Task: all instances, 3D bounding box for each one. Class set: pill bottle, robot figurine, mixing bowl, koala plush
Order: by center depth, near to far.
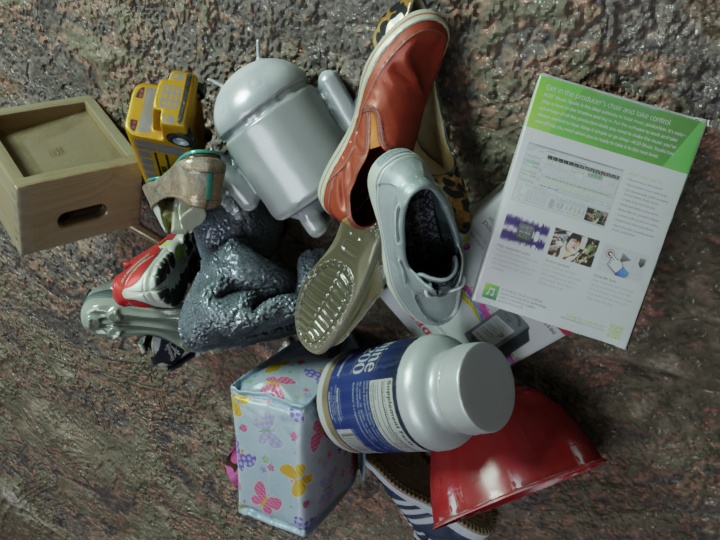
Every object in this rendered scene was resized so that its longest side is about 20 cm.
[{"bbox_3d":[0.054,0.125,0.805,0.198,0.111,0.112,-16,109,48],"label":"pill bottle"},{"bbox_3d":[-0.078,-0.135,0.840,0.168,0.113,0.202,-33,99,5],"label":"robot figurine"},{"bbox_3d":[0.152,0.192,0.865,0.200,0.198,0.110,-41,61,43],"label":"mixing bowl"},{"bbox_3d":[-0.141,-0.022,0.935,0.177,0.181,0.204,-38,66,64],"label":"koala plush"}]

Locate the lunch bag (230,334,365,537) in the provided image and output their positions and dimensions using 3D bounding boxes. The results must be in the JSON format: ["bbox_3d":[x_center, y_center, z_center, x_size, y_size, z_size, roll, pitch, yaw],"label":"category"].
[{"bbox_3d":[-0.054,0.181,0.954,0.125,0.199,0.173,9,109,24],"label":"lunch bag"}]

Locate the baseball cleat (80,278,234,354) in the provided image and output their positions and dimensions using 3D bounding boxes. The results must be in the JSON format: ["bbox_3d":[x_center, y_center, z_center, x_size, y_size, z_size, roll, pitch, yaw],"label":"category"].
[{"bbox_3d":[-0.247,0.047,1.010,0.196,0.107,0.071,11,122,-16],"label":"baseball cleat"}]

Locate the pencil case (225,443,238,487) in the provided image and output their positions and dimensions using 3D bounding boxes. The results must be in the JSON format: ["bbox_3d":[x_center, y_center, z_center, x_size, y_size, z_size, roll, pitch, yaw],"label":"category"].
[{"bbox_3d":[-0.120,0.265,1.127,0.091,0.094,0.199,48,143,-8],"label":"pencil case"}]

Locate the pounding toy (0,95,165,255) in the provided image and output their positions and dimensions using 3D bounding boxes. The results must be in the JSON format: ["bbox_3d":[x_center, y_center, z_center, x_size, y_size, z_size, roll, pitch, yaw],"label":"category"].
[{"bbox_3d":[-0.357,-0.106,1.014,0.184,0.198,0.144,46,138,30],"label":"pounding toy"}]

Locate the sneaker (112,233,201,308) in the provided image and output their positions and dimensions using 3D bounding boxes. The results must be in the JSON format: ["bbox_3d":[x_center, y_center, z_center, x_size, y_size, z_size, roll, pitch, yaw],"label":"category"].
[{"bbox_3d":[-0.247,-0.009,0.987,0.083,0.200,0.078,-8,105,10],"label":"sneaker"}]

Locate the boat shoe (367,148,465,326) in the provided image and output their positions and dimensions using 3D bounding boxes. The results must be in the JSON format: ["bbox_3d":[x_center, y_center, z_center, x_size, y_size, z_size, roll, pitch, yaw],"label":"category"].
[{"bbox_3d":[0.057,-0.010,0.704,0.072,0.069,0.203,57,171,47],"label":"boat shoe"}]

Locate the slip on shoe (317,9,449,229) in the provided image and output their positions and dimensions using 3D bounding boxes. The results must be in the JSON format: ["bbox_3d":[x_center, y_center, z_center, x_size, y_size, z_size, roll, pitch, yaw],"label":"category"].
[{"bbox_3d":[0.026,-0.124,0.691,0.061,0.073,0.202,48,121,40],"label":"slip on shoe"}]

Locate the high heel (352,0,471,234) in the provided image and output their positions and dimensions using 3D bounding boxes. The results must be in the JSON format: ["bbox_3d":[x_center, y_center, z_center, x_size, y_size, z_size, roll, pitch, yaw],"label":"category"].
[{"bbox_3d":[0.062,-0.144,0.734,0.201,0.070,0.143,57,144,25],"label":"high heel"}]

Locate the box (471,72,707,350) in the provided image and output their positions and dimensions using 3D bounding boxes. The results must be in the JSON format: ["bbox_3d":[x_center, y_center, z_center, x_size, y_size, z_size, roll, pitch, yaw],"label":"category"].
[{"bbox_3d":[0.191,-0.050,0.686,0.142,0.036,0.204,17,103,6],"label":"box"}]

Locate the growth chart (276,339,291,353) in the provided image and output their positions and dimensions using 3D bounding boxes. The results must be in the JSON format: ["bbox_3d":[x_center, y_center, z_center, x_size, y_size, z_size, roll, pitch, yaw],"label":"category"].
[{"bbox_3d":[-0.048,0.177,1.090,0.199,0.018,0.146,36,132,9],"label":"growth chart"}]

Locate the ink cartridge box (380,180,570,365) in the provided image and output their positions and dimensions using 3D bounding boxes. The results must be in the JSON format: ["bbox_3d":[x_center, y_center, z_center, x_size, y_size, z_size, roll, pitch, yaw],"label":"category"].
[{"bbox_3d":[0.136,0.013,0.808,0.148,0.086,0.200,48,132,-2],"label":"ink cartridge box"}]

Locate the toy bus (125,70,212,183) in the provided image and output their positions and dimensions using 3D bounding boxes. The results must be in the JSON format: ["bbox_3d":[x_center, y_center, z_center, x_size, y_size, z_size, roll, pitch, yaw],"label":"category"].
[{"bbox_3d":[-0.211,-0.149,0.893,0.077,0.066,0.200,10,164,-4],"label":"toy bus"}]

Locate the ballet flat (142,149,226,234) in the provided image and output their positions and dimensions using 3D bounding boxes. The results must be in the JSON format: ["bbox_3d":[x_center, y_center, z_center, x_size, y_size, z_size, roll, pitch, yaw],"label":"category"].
[{"bbox_3d":[-0.190,-0.075,0.847,0.199,0.067,0.069,168,98,-67],"label":"ballet flat"}]

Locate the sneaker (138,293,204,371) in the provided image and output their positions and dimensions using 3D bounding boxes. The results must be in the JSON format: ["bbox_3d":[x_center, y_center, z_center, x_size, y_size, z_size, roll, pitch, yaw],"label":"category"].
[{"bbox_3d":[-0.217,0.090,1.072,0.196,0.130,0.081,8,124,30],"label":"sneaker"}]

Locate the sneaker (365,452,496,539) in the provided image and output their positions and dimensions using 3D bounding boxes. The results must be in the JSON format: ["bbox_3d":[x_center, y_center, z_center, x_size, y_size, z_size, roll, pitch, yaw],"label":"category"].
[{"bbox_3d":[0.070,0.306,1.052,0.198,0.070,0.109,34,131,6],"label":"sneaker"}]

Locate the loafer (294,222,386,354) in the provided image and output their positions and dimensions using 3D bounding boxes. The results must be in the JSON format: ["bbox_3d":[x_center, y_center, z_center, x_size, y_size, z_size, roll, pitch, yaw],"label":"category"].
[{"bbox_3d":[0.000,0.000,0.825,0.076,0.068,0.202,42,110,37],"label":"loafer"}]
